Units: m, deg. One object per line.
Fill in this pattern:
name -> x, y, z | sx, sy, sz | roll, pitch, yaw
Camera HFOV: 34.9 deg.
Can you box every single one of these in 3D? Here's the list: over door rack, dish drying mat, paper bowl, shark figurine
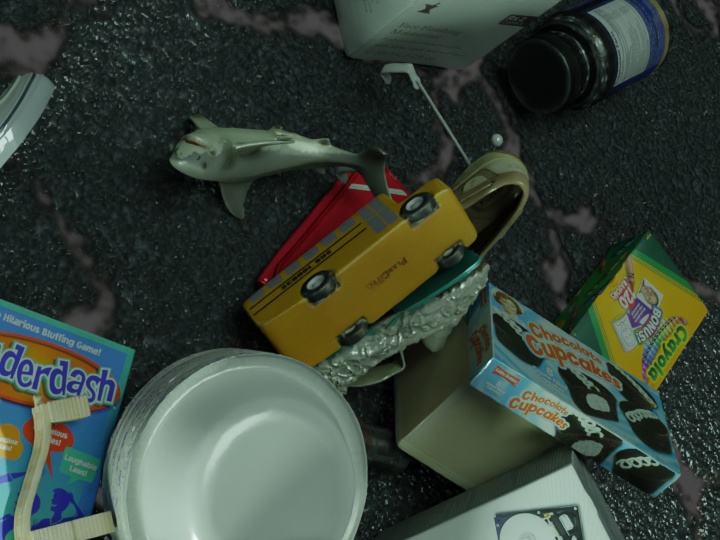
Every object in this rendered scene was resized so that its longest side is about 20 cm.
over door rack -> 0.080, -0.091, 1.130 | 0.200, 0.066, 0.148 | 44, 53, -29
dish drying mat -> -0.020, -0.030, 1.085 | 0.077, 0.018, 0.200 | 49, 52, -16
paper bowl -> -0.084, 0.161, 0.860 | 0.199, 0.104, 0.202 | 1, 89, -29
shark figurine -> -0.080, -0.085, 1.027 | 0.213, 0.128, 0.090 | 2, 108, -25

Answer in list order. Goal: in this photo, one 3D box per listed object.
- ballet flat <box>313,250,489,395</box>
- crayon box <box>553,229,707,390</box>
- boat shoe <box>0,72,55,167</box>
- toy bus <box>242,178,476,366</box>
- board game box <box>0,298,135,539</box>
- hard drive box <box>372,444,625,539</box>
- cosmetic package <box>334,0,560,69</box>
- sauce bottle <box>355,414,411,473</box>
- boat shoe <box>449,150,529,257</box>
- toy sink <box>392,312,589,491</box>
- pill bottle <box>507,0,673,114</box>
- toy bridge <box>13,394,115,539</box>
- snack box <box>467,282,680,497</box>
ballet flat -> 0.034, 0.054, 1.012 | 0.072, 0.199, 0.072 | 57, 12, -19
crayon box -> 0.286, 0.063, 1.242 | 0.119, 0.058, 0.200 | 51, 52, -9
boat shoe -> -0.309, -0.090, 0.869 | 0.067, 0.073, 0.201 | 40, 56, -20
toy bus -> 0.000, 0.000, 0.987 | 0.200, 0.078, 0.065 | -39, 120, -4
board game box -> -0.264, 0.128, 0.841 | 0.151, 0.045, 0.201 | 23, 61, -27
hard drive box -> 0.127, 0.262, 0.971 | 0.157, 0.199, 0.077 | 62, 14, 0
cosmetic package -> 0.087, -0.323, 1.152 | 0.164, 0.200, 0.166 | -2, 75, -35
sauce bottle -> -0.046, 0.138, 0.978 | 0.199, 0.066, 0.066 | 13, 66, -30
boat shoe -> 0.076, -0.024, 1.046 | 0.071, 0.200, 0.065 | 34, 22, -17
toy sink -> 0.140, 0.133, 1.050 | 0.200, 0.112, 0.131 | 35, 27, -20
pill bottle -> 0.260, -0.249, 1.303 | 0.199, 0.112, 0.112 | -29, 91, -38
toy bridge -> -0.210, 0.186, 0.814 | 0.067, 0.027, 0.201 | -8, 79, -37
snack box -> 0.180, 0.101, 0.986 | 0.199, 0.037, 0.116 | 32, 28, -14
